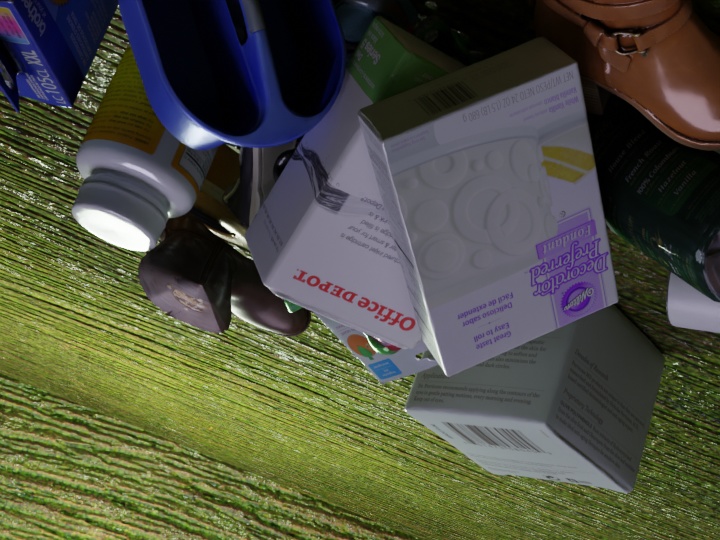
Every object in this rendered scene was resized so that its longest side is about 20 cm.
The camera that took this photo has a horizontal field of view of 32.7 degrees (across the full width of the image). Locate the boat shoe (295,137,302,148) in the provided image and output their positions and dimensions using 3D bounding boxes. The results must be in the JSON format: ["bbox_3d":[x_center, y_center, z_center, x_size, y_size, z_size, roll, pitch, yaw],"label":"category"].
[{"bbox_3d":[-0.018,-0.116,1.148,0.198,0.069,0.057,13,126,27],"label":"boat shoe"}]

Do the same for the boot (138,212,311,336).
[{"bbox_3d":[-0.120,0.027,1.137,0.186,0.064,0.200,35,-172,-12],"label":"boot"}]

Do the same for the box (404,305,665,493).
[{"bbox_3d":[0.198,0.127,1.375,0.198,0.173,0.200,0,152,43],"label":"box"}]

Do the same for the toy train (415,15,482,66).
[{"bbox_3d":[0.101,-0.133,0.991,0.042,0.057,0.200,-32,132,14],"label":"toy train"}]

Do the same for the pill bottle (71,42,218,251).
[{"bbox_3d":[-0.176,-0.123,1.068,0.108,0.201,0.109,18,159,7],"label":"pill bottle"}]

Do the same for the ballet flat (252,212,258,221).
[{"bbox_3d":[0.000,0.000,1.030,0.198,0.071,0.067,14,159,-2],"label":"ballet flat"}]

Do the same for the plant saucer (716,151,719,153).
[{"bbox_3d":[0.314,-0.070,0.957,0.198,0.051,0.200,18,158,7],"label":"plant saucer"}]

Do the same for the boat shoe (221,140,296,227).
[{"bbox_3d":[-0.094,-0.124,1.104,0.062,0.073,0.201,30,133,22],"label":"boat shoe"}]

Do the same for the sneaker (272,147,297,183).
[{"bbox_3d":[0.020,-0.067,1.006,0.198,0.077,0.091,2,176,14],"label":"sneaker"}]

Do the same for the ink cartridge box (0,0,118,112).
[{"bbox_3d":[-0.236,-0.216,0.893,0.076,0.201,0.137,15,159,13],"label":"ink cartridge box"}]

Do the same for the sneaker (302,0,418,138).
[{"bbox_3d":[-0.011,-0.159,0.972,0.079,0.096,0.200,19,160,-5],"label":"sneaker"}]

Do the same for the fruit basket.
[{"bbox_3d":[0.010,0.024,1.147,0.185,0.094,0.200,-23,111,46],"label":"fruit basket"}]

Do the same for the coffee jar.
[{"bbox_3d":[0.212,-0.066,0.916,0.200,0.085,0.104,40,179,38],"label":"coffee jar"}]

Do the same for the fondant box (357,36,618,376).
[{"bbox_3d":[0.094,-0.042,0.860,0.058,0.143,0.201,-124,14,-55],"label":"fondant box"}]

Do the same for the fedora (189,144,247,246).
[{"bbox_3d":[-0.165,-0.099,1.259,0.200,0.082,0.201,30,173,4],"label":"fedora"}]

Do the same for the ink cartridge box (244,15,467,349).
[{"bbox_3d":[0.026,-0.061,0.912,0.145,0.201,0.084,24,-161,-29],"label":"ink cartridge box"}]

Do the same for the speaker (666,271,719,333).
[{"bbox_3d":[0.379,0.025,1.087,0.198,0.082,0.081,9,157,29],"label":"speaker"}]

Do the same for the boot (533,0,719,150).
[{"bbox_3d":[0.208,-0.157,0.814,0.198,0.074,0.155,9,153,21],"label":"boot"}]

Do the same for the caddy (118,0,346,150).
[{"bbox_3d":[-0.092,-0.182,0.873,0.140,0.202,0.105,-19,179,-21],"label":"caddy"}]
